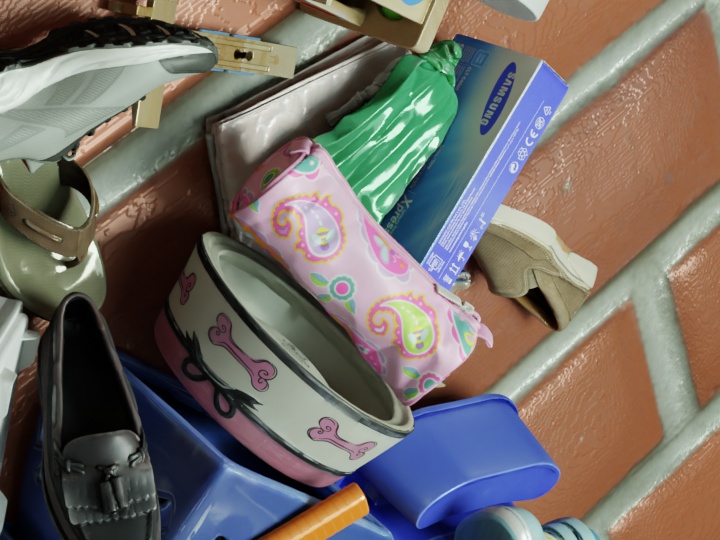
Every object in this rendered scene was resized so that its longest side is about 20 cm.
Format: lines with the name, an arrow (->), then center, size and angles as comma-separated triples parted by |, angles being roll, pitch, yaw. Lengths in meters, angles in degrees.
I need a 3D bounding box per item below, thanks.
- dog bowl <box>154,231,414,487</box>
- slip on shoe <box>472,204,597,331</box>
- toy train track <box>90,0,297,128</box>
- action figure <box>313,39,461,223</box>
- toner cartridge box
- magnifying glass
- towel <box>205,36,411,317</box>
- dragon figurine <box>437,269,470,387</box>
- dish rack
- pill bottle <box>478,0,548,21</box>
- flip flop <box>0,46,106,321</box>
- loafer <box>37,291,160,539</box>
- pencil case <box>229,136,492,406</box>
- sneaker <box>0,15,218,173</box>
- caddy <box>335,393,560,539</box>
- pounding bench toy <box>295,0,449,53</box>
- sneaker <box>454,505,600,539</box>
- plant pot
dog bowl -> -0.059, 0.067, 1.606 | 0.074, 0.200, 0.200 | -47, 138, 10
slip on shoe -> 0.124, -0.008, 1.870 | 0.200, 0.076, 0.061 | 33, 78, -55
toy train track -> -0.120, -0.154, 1.593 | 0.200, 0.033, 0.115 | 2, 99, -51
action figure -> 0.008, -0.089, 1.679 | 0.200, 0.055, 0.118 | -50, 124, -10
toner cartridge box -> 0.063, -0.073, 1.715 | 0.043, 0.095, 0.200 | 38, 79, -45
magnifying glass -> -0.083, 0.197, 1.517 | 0.200, 0.022, 0.080 | -28, 132, -16
towel -> -0.027, -0.059, 1.725 | 0.191, 0.032, 0.200 | -28, 126, -32
dragon figurine -> 0.004, 0.054, 1.787 | 0.200, 0.099, 0.059 | -16, 123, -17
dish rack -> -0.249, 0.118, 1.499 | 0.044, 0.172, 0.200 | 12, 104, -3
pill bottle -> 0.138, -0.293, 1.723 | 0.110, 0.110, 0.200 | 31, 85, -47
flip flop -> -0.206, -0.051, 1.530 | 0.081, 0.058, 0.200 | -28, 124, -36
loafer -> -0.173, 0.105, 1.497 | 0.072, 0.200, 0.063 | -8, 147, -14
pencil case -> 0.000, 0.000, 1.606 | 0.200, 0.087, 0.087 | 47, 71, -13
sneaker -> -0.185, -0.110, 1.471 | 0.200, 0.074, 0.079 | -17, 113, -16
caddy -> 0.061, 0.170, 1.869 | 0.200, 0.105, 0.141 | -8, 137, -43
pounding bench toy -> 0.014, -0.226, 1.564 | 0.156, 0.200, 0.124 | 21, 92, -47
sneaker -> 0.143, 0.222, 1.847 | 0.131, 0.080, 0.200 | -26, 156, -21
plant pot -> -0.131, 0.188, 1.620 | 0.200, 0.200, 0.180 | 31, 92, -46
